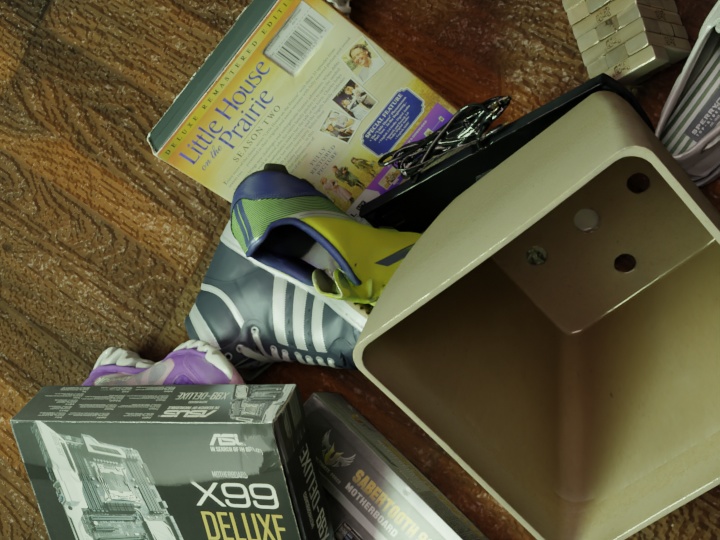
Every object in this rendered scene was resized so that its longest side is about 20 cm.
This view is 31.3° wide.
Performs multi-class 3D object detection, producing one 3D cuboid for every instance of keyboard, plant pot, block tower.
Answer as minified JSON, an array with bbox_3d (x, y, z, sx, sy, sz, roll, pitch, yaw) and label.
[{"bbox_3d":[0.091,-0.081,0.872,0.199,0.104,0.040,-28,45,21],"label":"keyboard"},{"bbox_3d":[0.139,0.011,0.762,0.199,0.178,0.200,-37,111,26],"label":"plant pot"},{"bbox_3d":[0.161,-0.219,0.869,0.054,0.057,0.202,-28,71,43],"label":"block tower"}]

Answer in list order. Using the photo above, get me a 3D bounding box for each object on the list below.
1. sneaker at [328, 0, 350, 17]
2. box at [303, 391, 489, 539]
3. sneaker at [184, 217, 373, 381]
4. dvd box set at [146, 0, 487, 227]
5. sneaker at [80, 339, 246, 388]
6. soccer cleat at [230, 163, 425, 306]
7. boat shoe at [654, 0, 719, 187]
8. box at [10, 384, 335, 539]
[{"bbox_3d":[-0.015,-0.174,0.925,0.115,0.073,0.202,23,103,46],"label":"sneaker"},{"bbox_3d":[-0.004,0.209,0.902,0.200,0.048,0.159,41,100,21],"label":"box"},{"bbox_3d":[-0.043,0.053,0.927,0.199,0.070,0.109,34,95,28],"label":"sneaker"},{"bbox_3d":[-0.025,-0.091,0.872,0.147,0.199,0.029,-50,38,11],"label":"dvd box set"},{"bbox_3d":[-0.152,0.105,0.920,0.199,0.088,0.081,-8,114,48],"label":"sneaker"},{"bbox_3d":[-0.001,0.000,0.857,0.065,0.199,0.084,-47,32,31],"label":"soccer cleat"},{"bbox_3d":[0.254,-0.144,0.820,0.073,0.067,0.202,29,96,23],"label":"boat shoe"},{"bbox_3d":[-0.121,0.156,0.863,0.198,0.050,0.159,-1,115,22],"label":"box"}]
